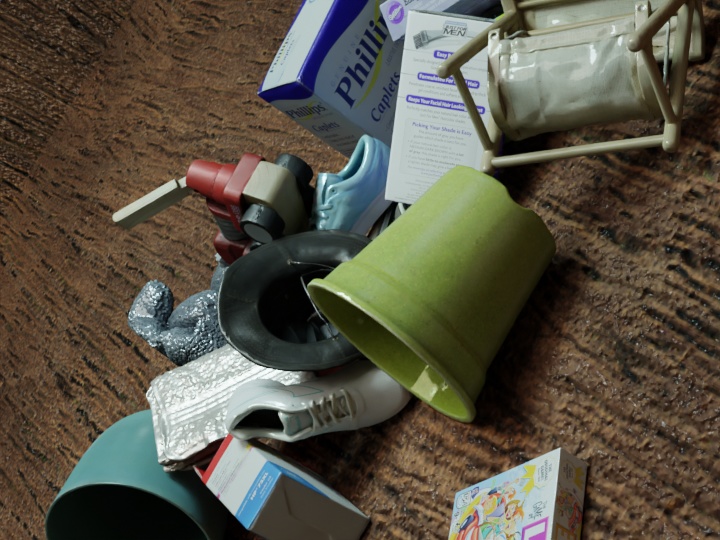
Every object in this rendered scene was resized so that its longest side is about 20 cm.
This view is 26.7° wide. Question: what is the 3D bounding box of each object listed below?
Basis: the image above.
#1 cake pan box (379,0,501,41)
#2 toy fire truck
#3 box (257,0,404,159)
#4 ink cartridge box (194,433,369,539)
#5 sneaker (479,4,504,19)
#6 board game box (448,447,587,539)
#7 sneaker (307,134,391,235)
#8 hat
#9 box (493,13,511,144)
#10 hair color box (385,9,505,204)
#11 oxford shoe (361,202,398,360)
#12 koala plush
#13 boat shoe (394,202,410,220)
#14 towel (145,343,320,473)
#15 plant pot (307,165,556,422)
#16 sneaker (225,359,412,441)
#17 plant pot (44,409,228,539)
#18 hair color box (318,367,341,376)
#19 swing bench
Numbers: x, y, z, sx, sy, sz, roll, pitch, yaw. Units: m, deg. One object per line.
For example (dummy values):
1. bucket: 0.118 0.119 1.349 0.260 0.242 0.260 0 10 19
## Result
1. cake pan box: 0.144 -0.320 1.696 0.199 0.184 0.053 -28 81 41
2. toy fire truck: -0.157 -0.057 1.717 0.199 0.176 0.129 18 64 20
3. box: 0.011 -0.242 1.821 0.105 0.199 0.185 -3 59 60
4. ink cartridge box: -0.086 0.229 1.561 0.068 0.116 0.200 -59 25 -2
5. sneaker: 0.183 -0.260 1.675 0.200 0.075 0.080 145 130 -60
6. board game box: 0.119 0.257 1.243 0.134 0.034 0.201 -32 35 43
7. sneaker: -0.033 -0.064 1.678 0.200 0.082 0.074 -53 20 -15
8. hat: -0.052 0.049 1.594 0.081 0.199 0.202 92 -173 -51
9. box: 0.151 -0.203 1.635 0.199 0.047 0.123 -24 76 50
10. hair color box: 0.096 -0.165 1.585 0.065 0.109 0.202 -23 -57 -65
11. oxford shoe: 0.000 0.000 1.686 0.084 0.073 0.201 8 61 28
12. koala plush: -0.148 0.043 1.841 0.201 0.177 0.184 -54 28 -5
13. boat shoe: 0.065 -0.028 1.625 0.201 0.071 0.061 -92 26 -68
14. towel: -0.139 0.134 1.660 0.199 0.035 0.133 -26 44 6
15. plant pot: 0.082 0.009 1.444 0.185 0.200 0.200 -51 23 -12
16. sneaker: -0.044 0.143 1.547 0.199 0.071 0.080 -11 14 10
17. plant pot: -0.238 0.257 1.735 0.200 0.200 0.161 -39 20 35
18. hair color box: -0.055 0.071 1.752 0.101 0.061 0.201 -10 53 58
19. swing bench: 0.205 -0.207 1.419 0.198 0.130 0.201 -5 40 30
